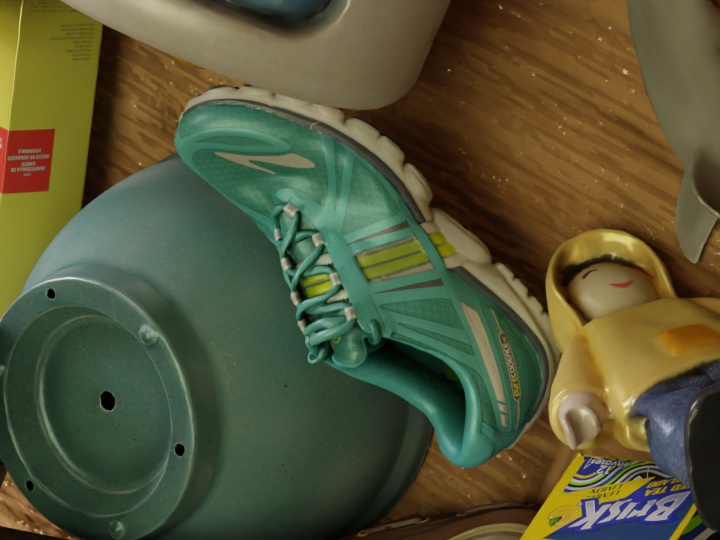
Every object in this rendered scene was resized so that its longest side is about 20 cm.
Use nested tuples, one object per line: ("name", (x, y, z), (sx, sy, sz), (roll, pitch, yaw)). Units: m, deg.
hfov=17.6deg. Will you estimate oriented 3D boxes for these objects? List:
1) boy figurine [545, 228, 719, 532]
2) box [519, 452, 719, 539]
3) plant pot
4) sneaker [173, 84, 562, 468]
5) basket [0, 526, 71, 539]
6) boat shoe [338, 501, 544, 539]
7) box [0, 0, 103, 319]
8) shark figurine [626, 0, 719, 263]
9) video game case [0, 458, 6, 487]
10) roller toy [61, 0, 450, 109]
("boy figurine", (0.128, 0.034, 0.906), (0.124, 0.200, 0.065), (-19, 111, -7))
("box", (0.131, 0.171, 0.928), (0.070, 0.064, 0.201), (3, 128, 39))
("plant pot", (-0.083, 0.048, 1.049), (0.199, 0.134, 0.202), (8, 105, 33))
("sneaker", (0.000, 0.000, 0.972), (0.200, 0.080, 0.077), (41, 147, -6))
("basket", (-0.071, 0.197, 0.976), (0.199, 0.136, 0.182), (0, 89, 14))
("boat shoe", (0.017, 0.148, 1.043), (0.199, 0.068, 0.072), (-18, 101, 31))
("box", (-0.167, -0.072, 1.119), (0.075, 0.050, 0.201), (31, 118, 45))
("shark figurine", (0.174, -0.033, 0.889), (0.214, 0.089, 0.129), (26, 115, 29))
("video game case", (-0.204, 0.120, 1.054), (0.023, 0.182, 0.201), (19, 79, 7))
("roller toy", (-0.046, -0.149, 0.939), (0.200, 0.182, 0.140), (32, 105, 35))
